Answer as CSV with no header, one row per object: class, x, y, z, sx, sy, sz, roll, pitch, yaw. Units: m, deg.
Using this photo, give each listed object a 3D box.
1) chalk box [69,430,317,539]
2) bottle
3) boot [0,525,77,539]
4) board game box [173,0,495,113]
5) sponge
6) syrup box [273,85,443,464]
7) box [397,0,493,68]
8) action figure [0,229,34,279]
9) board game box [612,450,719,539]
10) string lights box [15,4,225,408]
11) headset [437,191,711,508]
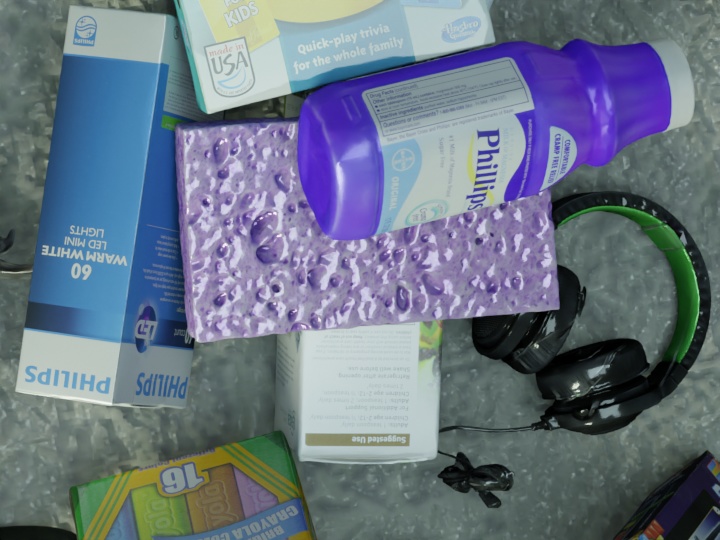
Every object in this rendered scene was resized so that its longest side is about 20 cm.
chalk box,-0.068,0.199,1.377,0.124,0.200,0.125,-15,126,-3
bottle,0.069,-0.073,1.349,0.200,0.065,0.084,-14,144,-16
boot,-0.217,0.245,1.463,0.200,0.069,0.174,-23,106,-2
board game box,-0.030,-0.193,1.336,0.151,0.047,0.200,-15,99,-7
sponge,0.005,-0.027,1.392,0.200,0.030,0.112,-5,98,-16
syrup box,0.000,0.000,1.454,0.081,0.079,0.200,0,97,-11
box,-0.003,-0.223,1.414,0.184,0.105,0.200,22,92,-12
action figure,-0.256,-0.050,1.390,0.102,0.119,0.200,-43,95,-8
board game box,0.214,0.209,1.449,0.057,0.165,0.200,-42,85,23
string lights box,-0.120,-0.030,1.400,0.059,0.103,0.200,8,88,18
headset,0.115,0.045,1.471,0.124,0.094,0.200,46,76,-14
